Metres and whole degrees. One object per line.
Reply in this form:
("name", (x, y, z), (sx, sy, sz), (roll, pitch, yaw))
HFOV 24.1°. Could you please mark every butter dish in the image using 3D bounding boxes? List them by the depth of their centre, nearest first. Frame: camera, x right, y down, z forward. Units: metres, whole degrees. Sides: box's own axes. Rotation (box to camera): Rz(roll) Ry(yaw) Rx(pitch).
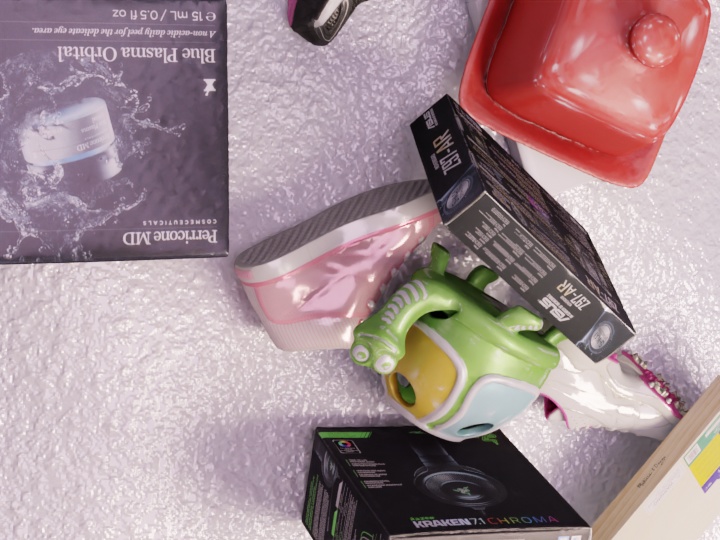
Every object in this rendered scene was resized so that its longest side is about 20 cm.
("butter dish", (0.210, -0.187, 1.389), (0.199, 0.148, 0.200), (22, 87, -20))

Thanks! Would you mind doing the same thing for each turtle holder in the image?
("turtle holder", (0.080, 0.069, 1.372), (0.141, 0.185, 0.132), (34, 99, 11))

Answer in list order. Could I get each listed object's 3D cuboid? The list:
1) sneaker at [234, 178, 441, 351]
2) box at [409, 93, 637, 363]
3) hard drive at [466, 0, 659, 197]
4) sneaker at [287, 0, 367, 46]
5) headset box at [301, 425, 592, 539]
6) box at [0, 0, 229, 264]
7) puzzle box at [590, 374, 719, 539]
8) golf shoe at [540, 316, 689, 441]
("sneaker", (0.000, 0.000, 1.393), (0.200, 0.075, 0.105), (-26, 109, -19))
("box", (0.132, -0.035, 1.374), (0.044, 0.160, 0.200), (-40, 122, 17))
("hard drive", (0.175, -0.175, 1.470), (0.132, 0.027, 0.200), (-21, 101, -18))
("sneaker", (0.024, -0.262, 1.381), (0.086, 0.080, 0.200), (36, 87, -30))
("headset box", (0.063, 0.203, 1.369), (0.174, 0.200, 0.093), (1, 110, -20))
("box", (-0.207, -0.108, 1.280), (0.196, 0.117, 0.200), (-2, 96, -21))
("puzzle box", (0.282, 0.200, 1.498), (0.200, 0.025, 0.133), (-48, 140, -8))
("golf shoe", (0.214, 0.110, 1.493), (0.200, 0.075, 0.092), (37, 105, -22))
